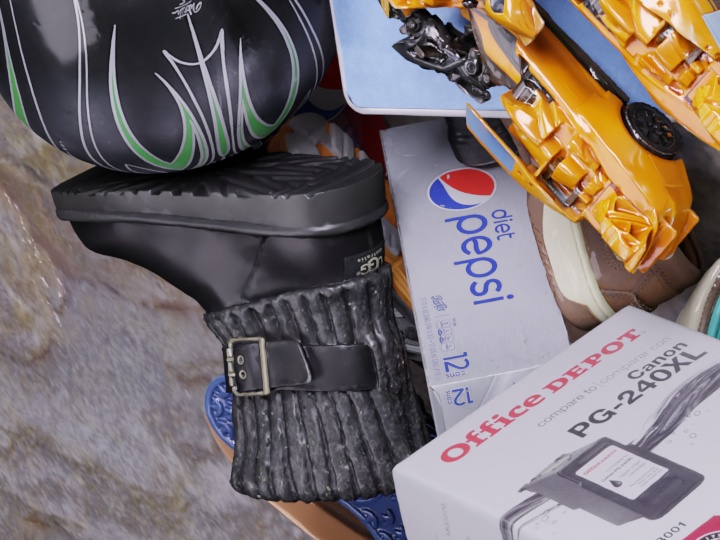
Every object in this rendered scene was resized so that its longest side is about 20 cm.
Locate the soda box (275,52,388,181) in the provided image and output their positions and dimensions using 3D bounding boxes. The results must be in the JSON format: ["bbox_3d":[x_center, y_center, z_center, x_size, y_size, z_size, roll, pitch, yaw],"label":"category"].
[{"bbox_3d":[-0.029,-0.078,1.578,0.070,0.063,0.201,21,137,57],"label":"soda box"}]

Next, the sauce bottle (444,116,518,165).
[{"bbox_3d":[0.031,-0.145,1.377,0.065,0.065,0.201,20,136,55],"label":"sauce bottle"}]

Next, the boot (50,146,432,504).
[{"bbox_3d":[-0.059,0.026,1.428,0.210,0.079,0.159,9,115,45],"label":"boot"}]

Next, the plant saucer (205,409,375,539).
[{"bbox_3d":[0.008,0.112,1.627,0.200,0.200,0.032,43,108,32],"label":"plant saucer"}]

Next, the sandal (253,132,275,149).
[{"bbox_3d":[-0.056,-0.011,1.574,0.075,0.045,0.201,33,146,48],"label":"sandal"}]

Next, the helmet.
[{"bbox_3d":[-0.096,-0.138,1.379,0.200,0.199,0.192,24,137,53],"label":"helmet"}]

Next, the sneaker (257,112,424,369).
[{"bbox_3d":[0.000,0.000,1.523,0.200,0.077,0.079,46,-151,-32],"label":"sneaker"}]

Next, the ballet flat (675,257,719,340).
[{"bbox_3d":[0.166,0.063,1.356,0.069,0.069,0.201,32,145,46],"label":"ballet flat"}]

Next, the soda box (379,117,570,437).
[{"bbox_3d":[0.056,0.008,1.394,0.201,0.068,0.064,-101,-1,-52],"label":"soda box"}]

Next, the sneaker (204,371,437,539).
[{"bbox_3d":[0.019,0.093,1.526,0.199,0.078,0.070,35,133,8],"label":"sneaker"}]

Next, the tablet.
[{"bbox_3d":[0.067,-0.128,1.272,0.199,0.014,0.131,4,110,36],"label":"tablet"}]

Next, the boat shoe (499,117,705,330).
[{"bbox_3d":[0.103,-0.080,1.327,0.074,0.075,0.204,-17,93,24],"label":"boat shoe"}]

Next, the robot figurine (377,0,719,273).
[{"bbox_3d":[0.080,-0.104,1.225,0.200,0.058,0.145,47,126,11],"label":"robot figurine"}]

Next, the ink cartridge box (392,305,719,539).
[{"bbox_3d":[0.130,0.104,1.216,0.200,0.145,0.084,22,137,50],"label":"ink cartridge box"}]
